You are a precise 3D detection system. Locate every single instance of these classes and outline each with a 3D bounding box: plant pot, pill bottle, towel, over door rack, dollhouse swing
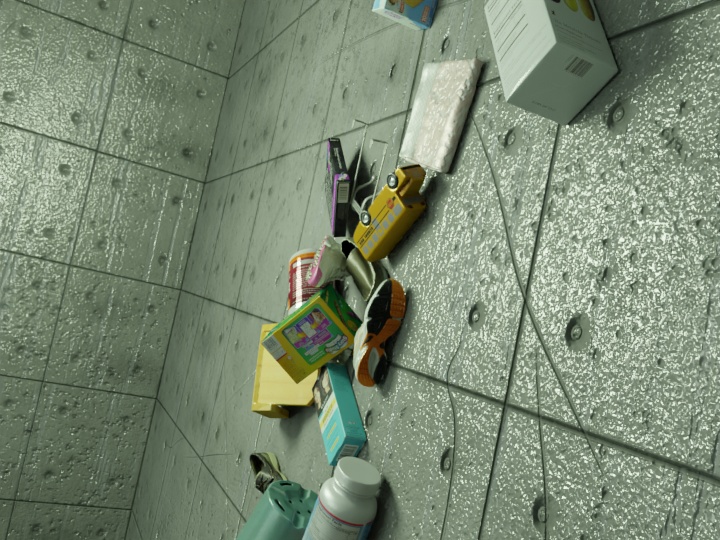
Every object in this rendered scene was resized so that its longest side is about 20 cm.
[{"bbox_3d":[-0.157,0.536,1.346,0.199,0.197,0.200,-63,27,9],"label":"plant pot"},{"bbox_3d":[-0.108,0.063,1.552,0.113,0.111,0.204,-46,38,47],"label":"pill bottle"},{"bbox_3d":[0.144,-0.293,1.294,0.191,0.032,0.205,34,110,64],"label":"towel"},{"bbox_3d":[-0.034,0.437,1.211,0.109,0.107,0.204,43,116,62],"label":"pill bottle"},{"bbox_3d":[0.027,-0.193,1.431,0.148,0.065,0.205,-123,32,-59],"label":"over door rack"},{"bbox_3d":[-0.153,0.244,1.652,0.182,0.171,0.205,55,-143,-67],"label":"dollhouse swing"}]

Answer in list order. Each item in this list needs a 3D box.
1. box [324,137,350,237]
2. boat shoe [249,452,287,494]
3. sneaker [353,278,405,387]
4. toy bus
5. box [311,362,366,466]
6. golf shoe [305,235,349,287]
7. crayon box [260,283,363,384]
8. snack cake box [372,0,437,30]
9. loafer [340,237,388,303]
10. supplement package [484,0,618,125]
[{"bbox_3d":[-0.055,-0.194,1.595,0.202,0.035,0.146,-104,16,-50],"label":"box"},{"bbox_3d":[-0.218,0.496,1.624,0.200,0.064,0.075,35,107,63],"label":"boat shoe"},{"bbox_3d":[0.023,0.108,1.304,0.092,0.074,0.205,-145,72,-68],"label":"sneaker"},{"bbox_3d":[0.060,-0.109,1.315,0.079,0.064,0.201,57,135,19],"label":"toy bus"},{"bbox_3d":[-0.046,0.285,1.383,0.083,0.048,0.202,-62,29,28],"label":"box"},{"bbox_3d":[-0.058,-0.011,1.453,0.076,0.090,0.201,-58,5,23],"label":"golf shoe"},{"bbox_3d":[-0.099,0.133,1.426,0.199,0.119,0.058,-37,8,31],"label":"crayon box"},{"bbox_3d":[0.111,-0.619,1.429,0.067,0.113,0.205,30,105,64],"label":"snack cake box"},{"bbox_3d":[0.000,0.000,1.405,0.076,0.068,0.201,-63,28,25],"label":"loafer"},{"bbox_3d":[0.259,-0.327,0.967,0.110,0.111,0.204,-48,37,47],"label":"supplement package"}]
